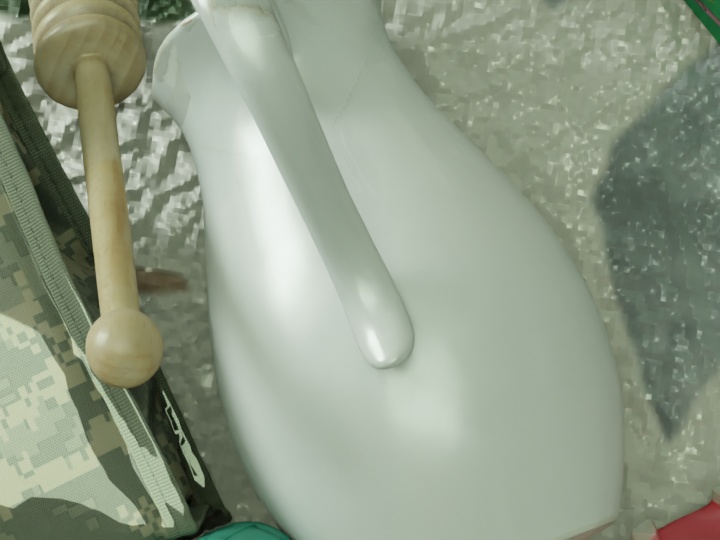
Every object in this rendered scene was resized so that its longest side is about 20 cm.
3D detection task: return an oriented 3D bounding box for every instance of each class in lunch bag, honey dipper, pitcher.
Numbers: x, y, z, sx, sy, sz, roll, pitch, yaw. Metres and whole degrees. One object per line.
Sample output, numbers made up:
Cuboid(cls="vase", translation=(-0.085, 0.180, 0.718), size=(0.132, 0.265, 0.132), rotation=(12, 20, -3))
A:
Cuboid(cls="lunch bag", translation=(-0.159, 0.026, 0.778), size=(0.163, 0.118, 0.201), rotation=(-26, 86, 2))
Cuboid(cls="honey dipper", translation=(-0.082, -0.032, 0.758), size=(0.038, 0.038, 0.201), rotation=(-15, 40, 2))
Cuboid(cls="pitcher", translation=(0.000, 0.000, 0.741), size=(0.121, 0.172, 0.201), rotation=(-25, 81, 6))

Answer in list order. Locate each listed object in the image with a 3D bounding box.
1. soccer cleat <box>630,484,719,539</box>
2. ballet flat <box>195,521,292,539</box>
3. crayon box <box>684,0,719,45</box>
Cuboid(cls="soccer cleat", translation=(0.096, 0.126, 0.781), size=(0.199, 0.067, 0.077), rotation=(-19, 120, -7))
Cuboid(cls="ballet flat", translation=(-0.025, 0.164, 0.762), size=(0.067, 0.070, 0.201), rotation=(6, 120, 24))
Cuboid(cls="crayon box", translation=(0.196, -0.075, 0.793), size=(0.119, 0.058, 0.200), rotation=(-37, 82, -1))
